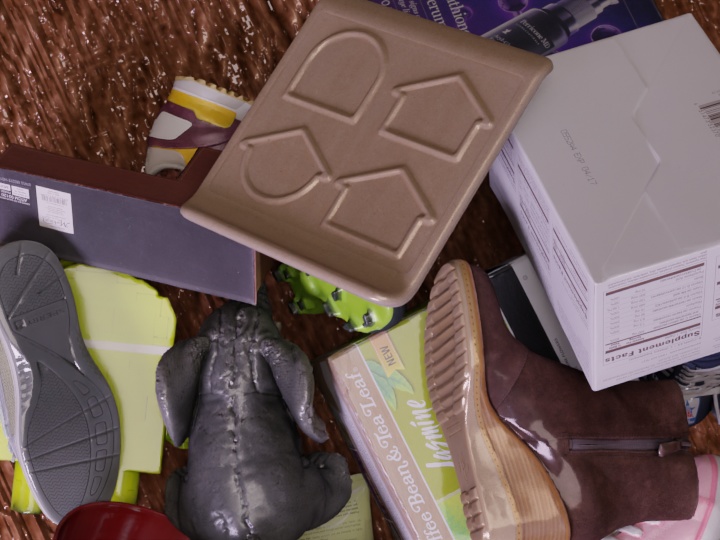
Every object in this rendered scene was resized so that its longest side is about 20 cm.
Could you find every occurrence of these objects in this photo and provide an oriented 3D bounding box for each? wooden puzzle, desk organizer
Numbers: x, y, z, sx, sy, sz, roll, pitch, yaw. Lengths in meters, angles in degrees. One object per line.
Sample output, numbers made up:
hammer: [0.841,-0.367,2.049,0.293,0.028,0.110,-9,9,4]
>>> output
wooden puzzle: [0.006,-0.079,1.036,0.185,0.046,0.200,24,71,33]
desk organizer: [-0.154,-0.047,1.123,0.200,0.072,0.077,13,40,13]

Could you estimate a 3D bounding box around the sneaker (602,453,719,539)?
sneaker: [0.191,0.208,1.183,0.105,0.075,0.200,32,87,-9]

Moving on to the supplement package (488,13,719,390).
supplement package: [0.186,-0.048,1.043,0.155,0.111,0.200,-17,49,-6]

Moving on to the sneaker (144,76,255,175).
sneaker: [-0.061,-0.069,1.183,0.200,0.075,0.090,24,94,1]

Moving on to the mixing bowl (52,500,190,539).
mixing bowl: [-0.145,0.263,1.075,0.200,0.200,0.108,33,106,-3]

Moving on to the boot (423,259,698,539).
boot: [0.135,0.084,1.068,0.166,0.072,0.201,-7,83,-23]

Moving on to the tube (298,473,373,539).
tube: [-0.011,0.253,1.174,0.058,0.052,0.201,1,73,-50]

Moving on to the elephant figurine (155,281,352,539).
elephant figurine: [-0.085,0.088,1.105,0.141,0.155,0.201,-15,107,-37]

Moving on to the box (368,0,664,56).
box: [0.105,-0.164,1.158,0.200,0.104,0.148,-16,57,-8]

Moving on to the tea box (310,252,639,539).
tea box: [0.095,0.109,1.149,0.196,0.134,0.200,-28,90,-9]

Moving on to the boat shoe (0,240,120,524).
boat shoe: [-0.222,0.079,1.119,0.074,0.065,0.202,-19,96,-25]

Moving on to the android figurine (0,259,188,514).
android figurine: [-0.200,0.080,1.166,0.182,0.041,0.201,4,86,-6]

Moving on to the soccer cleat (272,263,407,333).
soccer cleat: [0.000,0.000,1.116,0.081,0.200,0.068,-27,101,-16]

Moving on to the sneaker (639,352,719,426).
sneaker: [0.238,0.069,1.140,0.070,0.200,0.109,-6,94,-5]
